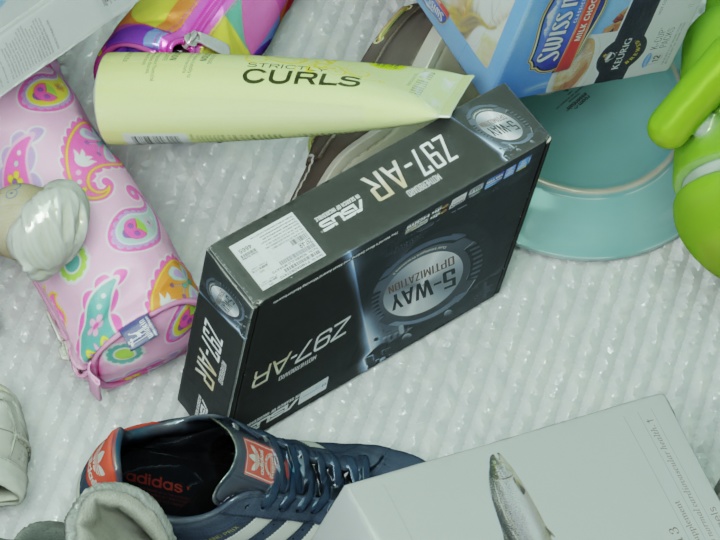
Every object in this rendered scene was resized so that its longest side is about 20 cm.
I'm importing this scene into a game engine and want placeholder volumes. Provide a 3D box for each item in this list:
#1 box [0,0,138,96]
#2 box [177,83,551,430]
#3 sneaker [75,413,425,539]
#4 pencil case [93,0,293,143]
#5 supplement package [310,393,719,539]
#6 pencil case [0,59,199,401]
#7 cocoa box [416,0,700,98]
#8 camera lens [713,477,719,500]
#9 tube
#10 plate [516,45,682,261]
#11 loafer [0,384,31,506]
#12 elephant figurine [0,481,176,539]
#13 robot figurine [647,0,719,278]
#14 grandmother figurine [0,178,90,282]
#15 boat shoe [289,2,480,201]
[{"bbox_3d":[-0.213,-0.147,1.625,0.144,0.199,0.036,-38,118,-27],"label":"box"},{"bbox_3d":[0.000,0.000,1.581,0.199,0.161,0.044,-29,67,-25],"label":"box"},{"bbox_3d":[-0.048,0.112,1.551,0.199,0.085,0.075,-1,60,-12],"label":"sneaker"},{"bbox_3d":[-0.074,-0.164,1.708,0.088,0.089,0.201,28,58,6],"label":"pencil case"},{"bbox_3d":[0.082,0.160,1.514,0.199,0.117,0.117,-14,65,-28],"label":"supplement package"},{"bbox_3d":[-0.160,-0.029,1.612,0.087,0.088,0.201,-24,69,-23],"label":"pencil case"},{"bbox_3d":[0.094,-0.214,1.655,0.131,0.134,0.200,-12,54,-30],"label":"cocoa box"},{"bbox_3d":[0.279,0.174,1.534,0.159,0.160,0.201,-9,62,-16],"label":"camera lens"},{"bbox_3d":[-0.042,-0.094,1.584,0.199,0.052,0.058,1,61,13],"label":"tube"},{"bbox_3d":[0.125,-0.097,1.741,0.199,0.026,0.201,5,60,-8],"label":"plate"},{"bbox_3d":[-0.269,0.098,1.525,0.199,0.070,0.070,-4,53,-14],"label":"loafer"},{"bbox_3d":[-0.135,0.172,1.488,0.200,0.156,0.141,-30,38,-35],"label":"elephant figurine"},{"bbox_3d":[0.238,-0.077,1.692,0.175,0.115,0.201,25,61,-36],"label":"robot figurine"},{"bbox_3d":[-0.238,-0.017,1.554,0.199,0.061,0.122,-6,39,14],"label":"grandmother figurine"},{"bbox_3d":[0.007,-0.072,1.682,0.059,0.072,0.201,14,64,44],"label":"boat shoe"}]
